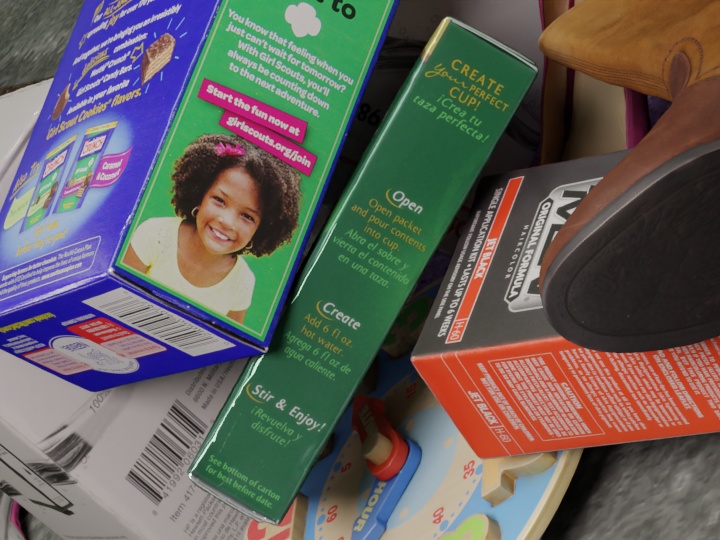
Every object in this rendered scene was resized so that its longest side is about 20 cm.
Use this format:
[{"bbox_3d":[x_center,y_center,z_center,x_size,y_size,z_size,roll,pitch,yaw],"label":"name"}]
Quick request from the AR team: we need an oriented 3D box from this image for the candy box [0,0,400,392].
[{"bbox_3d":[-0.069,-0.061,1.010,0.169,0.077,0.201,-15,53,60],"label":"candy box"}]

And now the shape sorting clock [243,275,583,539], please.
[{"bbox_3d":[0.018,0.079,1.018,0.200,0.039,0.200,-42,29,30],"label":"shape sorting clock"}]

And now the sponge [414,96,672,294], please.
[{"bbox_3d":[0.093,-0.057,1.152,0.200,0.030,0.112,-29,29,37],"label":"sponge"}]

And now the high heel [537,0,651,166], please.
[{"bbox_3d":[0.083,-0.069,1.038,0.067,0.096,0.201,4,80,47],"label":"high heel"}]

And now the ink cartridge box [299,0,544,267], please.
[{"bbox_3d":[0.021,-0.078,1.097,0.067,0.116,0.201,28,97,49],"label":"ink cartridge box"}]

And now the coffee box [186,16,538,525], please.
[{"bbox_3d":[0.000,0.000,0.994,0.200,0.044,0.123,-60,0,0],"label":"coffee box"}]

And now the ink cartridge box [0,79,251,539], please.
[{"bbox_3d":[-0.115,0.032,1.133,0.084,0.200,0.146,-9,43,55],"label":"ink cartridge box"}]

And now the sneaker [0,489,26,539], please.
[{"bbox_3d":[-0.226,0.113,1.360,0.081,0.088,0.200,-41,23,14],"label":"sneaker"}]

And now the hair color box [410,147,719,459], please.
[{"bbox_3d":[0.126,0.003,0.901,0.199,0.061,0.102,-10,41,33],"label":"hair color box"}]

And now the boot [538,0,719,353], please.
[{"bbox_3d":[0.107,-0.066,0.891,0.188,0.069,0.200,-43,29,-3],"label":"boot"}]
